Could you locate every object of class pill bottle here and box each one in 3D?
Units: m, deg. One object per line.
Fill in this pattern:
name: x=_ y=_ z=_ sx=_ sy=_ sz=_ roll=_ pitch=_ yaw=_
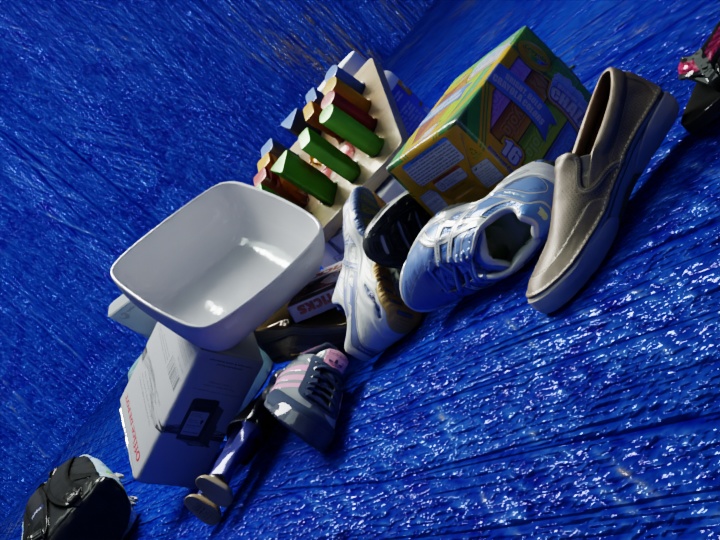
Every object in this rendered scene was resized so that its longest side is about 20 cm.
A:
pill bottle: x=0.035 y=-0.192 z=1.586 sx=0.112 sy=0.200 sz=0.112 roll=-44 pitch=11 yaw=11

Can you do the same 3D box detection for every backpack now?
backpack: x=-0.370 y=0.322 z=1.566 sx=0.164 sy=0.154 sz=0.199 roll=-51 pitch=32 yaw=-9

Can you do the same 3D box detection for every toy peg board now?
toy peg board: x=-0.055 y=-0.153 z=1.441 sx=0.200 sy=0.097 sz=0.200 roll=-45 pitch=34 yaw=23

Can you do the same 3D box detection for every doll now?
doll: x=-0.118 y=0.175 z=1.268 sx=0.137 sy=0.048 sz=0.201 roll=-57 pitch=0 yaw=45

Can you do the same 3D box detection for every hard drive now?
hard drive: x=-0.232 y=0.074 z=1.664 sx=0.131 sy=0.199 sz=0.027 roll=-32 pitch=38 yaw=34

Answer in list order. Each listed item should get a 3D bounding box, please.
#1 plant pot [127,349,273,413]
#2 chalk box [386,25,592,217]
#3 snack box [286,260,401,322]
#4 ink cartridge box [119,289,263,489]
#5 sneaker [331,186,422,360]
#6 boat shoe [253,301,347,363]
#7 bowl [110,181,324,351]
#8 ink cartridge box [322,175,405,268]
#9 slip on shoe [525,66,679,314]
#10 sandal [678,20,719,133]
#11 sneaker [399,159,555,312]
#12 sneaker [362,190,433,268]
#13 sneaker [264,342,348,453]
plant pot: x=-0.232 y=0.149 z=1.605 sx=0.200 sy=0.135 sz=0.200 roll=-46 pitch=10 yaw=10
chalk box: x=0.142 y=-0.139 z=1.157 sx=0.125 sy=0.124 sz=0.201 roll=-32 pitch=18 yaw=53
snack box: x=0.015 y=-0.002 z=1.290 sx=0.198 sy=0.024 sz=0.072 roll=-23 pitch=19 yaw=23
ink cartridge box: x=-0.202 y=0.132 z=1.400 sx=0.201 sy=0.083 sz=0.146 roll=-61 pitch=32 yaw=25
sneaker: x=0.000 y=0.000 z=1.212 sx=0.088 sy=0.075 sz=0.201 roll=-44 pitch=34 yaw=30
boat shoe: x=-0.049 y=0.071 z=1.345 sx=0.199 sy=0.065 sz=0.072 roll=-11 pitch=25 yaw=49
bowl: x=-0.148 y=0.002 z=1.312 sx=0.199 sy=0.075 sz=0.199 roll=-41 pitch=43 yaw=-25
ink cartridge box: x=0.034 y=-0.068 z=1.458 sx=0.147 sy=0.083 sz=0.200 roll=-52 pitch=12 yaw=-21
slip on shoe: x=0.169 y=-0.063 z=0.899 sx=0.201 sy=0.060 sz=0.076 roll=-58 pitch=10 yaw=-11
sandal: x=0.278 y=-0.171 z=0.934 sx=0.075 sy=0.045 sz=0.201 roll=-39 pitch=13 yaw=39
sneaker: x=0.097 y=-0.021 z=1.033 sx=0.200 sy=0.076 sz=0.077 roll=-41 pitch=7 yaw=38
sneaker: x=0.065 y=-0.053 z=1.209 sx=0.079 sy=0.075 sz=0.200 roll=-13 pitch=15 yaw=44
sneaker: x=-0.045 y=0.112 z=1.141 sx=0.082 sy=0.070 sz=0.200 roll=-51 pitch=11 yaw=0
